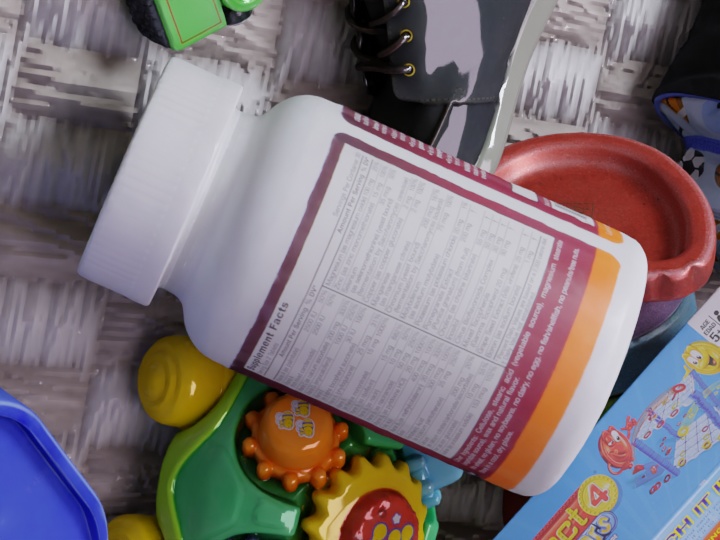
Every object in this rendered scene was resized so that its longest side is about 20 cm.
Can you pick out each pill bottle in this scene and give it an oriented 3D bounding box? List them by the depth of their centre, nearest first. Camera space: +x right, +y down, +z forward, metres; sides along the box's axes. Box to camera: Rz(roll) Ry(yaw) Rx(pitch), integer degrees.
[{"bbox_3d":[0.000,0.000,1.020,0.199,0.110,0.110,24,86,-5],"label":"pill bottle"}]

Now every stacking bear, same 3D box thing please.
[{"bbox_3d":[0.096,0.052,1.174,0.114,0.121,0.201,-77,165,-55],"label":"stacking bear"}]

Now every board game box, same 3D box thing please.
[{"bbox_3d":[0.138,0.127,1.151,0.200,0.056,0.196,-48,147,-2],"label":"board game box"}]

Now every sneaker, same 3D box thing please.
[{"bbox_3d":[0.012,-0.099,1.091,0.106,0.075,0.201,26,83,-31],"label":"sneaker"}]

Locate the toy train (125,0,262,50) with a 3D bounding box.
[{"bbox_3d":[-0.088,-0.175,0.997,0.056,0.042,0.201,-29,120,-18],"label":"toy train"}]

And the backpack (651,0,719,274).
[{"bbox_3d":[0.243,-0.042,1.223,0.190,0.200,0.155,28,89,-48],"label":"backpack"}]

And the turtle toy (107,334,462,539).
[{"bbox_3d":[-0.026,0.119,1.091,0.145,0.101,0.201,10,96,-41],"label":"turtle toy"}]

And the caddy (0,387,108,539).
[{"bbox_3d":[-0.174,0.091,0.904,0.142,0.105,0.200,-52,152,-16],"label":"caddy"}]
